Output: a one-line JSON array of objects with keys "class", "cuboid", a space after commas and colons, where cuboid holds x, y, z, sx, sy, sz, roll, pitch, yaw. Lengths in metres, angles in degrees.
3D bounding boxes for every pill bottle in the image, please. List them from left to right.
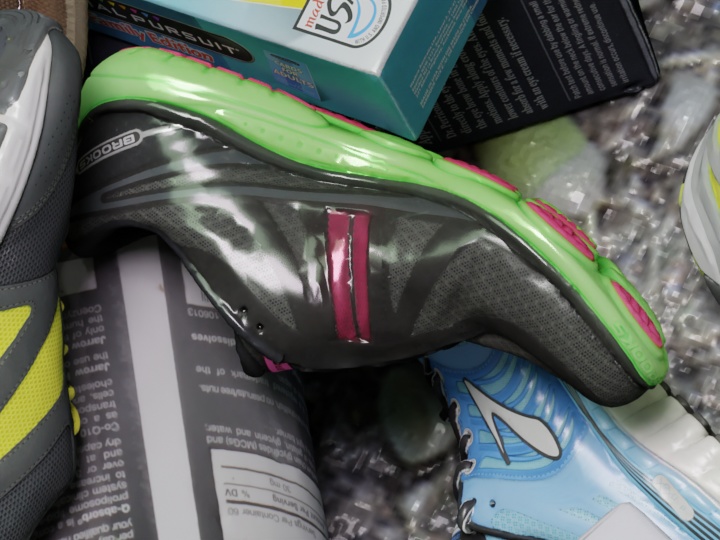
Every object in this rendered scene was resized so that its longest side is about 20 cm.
[{"class": "pill bottle", "cuboid": [-0.068, 0.082, 0.936, 0.116, 0.116, 0.200, -16, 62, 11]}]

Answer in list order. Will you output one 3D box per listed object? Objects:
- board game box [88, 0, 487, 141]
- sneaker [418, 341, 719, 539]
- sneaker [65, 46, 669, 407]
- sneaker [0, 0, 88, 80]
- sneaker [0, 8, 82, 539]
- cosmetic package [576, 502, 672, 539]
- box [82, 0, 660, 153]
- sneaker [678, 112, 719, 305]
[{"class": "board game box", "cuboid": [-0.040, -0.143, 0.953, 0.200, 0.047, 0.151, 20, 73, 25]}, {"class": "sneaker", "cuboid": [0.048, 0.053, 0.936, 0.090, 0.078, 0.200, -45, 60, -2]}, {"class": "sneaker", "cuboid": [0.000, 0.000, 0.890, 0.200, 0.077, 0.084, 22, 92, 16]}, {"class": "sneaker", "cuboid": [-0.141, -0.033, 0.900, 0.070, 0.076, 0.200, 16, 93, 29]}, {"class": "sneaker", "cuboid": [-0.119, 0.023, 0.863, 0.074, 0.085, 0.200, 19, 90, 43]}, {"class": "cosmetic package", "cuboid": [0.113, 0.195, 0.775, 0.123, 0.200, 0.199, -43, 61, -5]}, {"class": "box", "cuboid": [-0.015, -0.118, 1.020, 0.200, 0.104, 0.148, -17, 62, 11]}, {"class": "sneaker", "cuboid": [0.154, 0.014, 0.897, 0.075, 0.076, 0.200, -12, 52, -20]}]
